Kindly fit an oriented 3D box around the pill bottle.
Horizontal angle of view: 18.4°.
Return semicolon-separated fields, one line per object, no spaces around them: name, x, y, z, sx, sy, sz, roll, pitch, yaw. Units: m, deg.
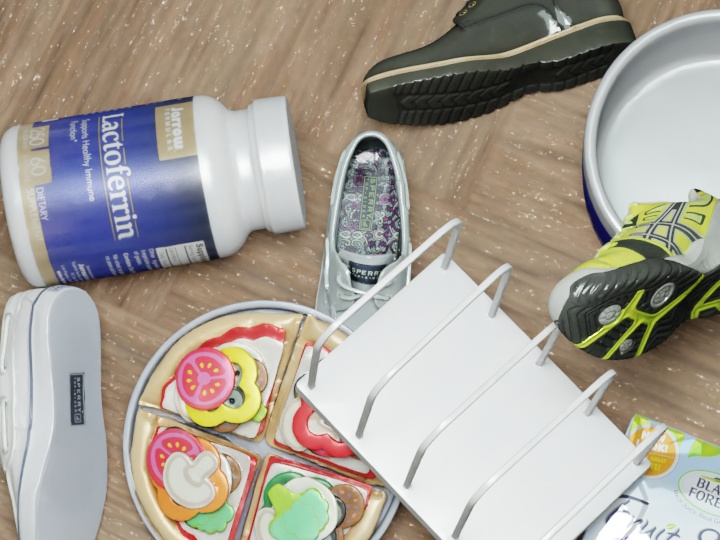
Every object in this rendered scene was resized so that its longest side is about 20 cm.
pill bottle;-0.142;-0.059;1.546;0.200;0.116;0.116;-10;74;1

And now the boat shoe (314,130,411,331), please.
boat shoe;0.001;0.000;1.541;0.070;0.072;0.201;1;76;3

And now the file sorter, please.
file sorter;0.077;0.085;1.423;0.139;0.125;0.200;-41;78;-16

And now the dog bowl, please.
dog bowl;0.253;-0.075;1.542;0.200;0.079;0.200;-1;74;3

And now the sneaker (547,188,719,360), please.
sneaker;0.181;-0.001;1.418;0.200;0.075;0.076;-14;49;-45

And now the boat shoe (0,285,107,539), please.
boat shoe;-0.219;0.111;1.535;0.065;0.074;0.200;-3;80;37

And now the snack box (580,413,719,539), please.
snack box;0.209;0.215;1.478;0.142;0.053;0.200;22;77;9

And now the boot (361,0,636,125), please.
boot;0.083;-0.189;1.595;0.200;0.077;0.139;-13;70;-14

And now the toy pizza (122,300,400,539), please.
toy pizza;-0.066;0.120;1.507;0.200;0.032;0.201;0;90;10
